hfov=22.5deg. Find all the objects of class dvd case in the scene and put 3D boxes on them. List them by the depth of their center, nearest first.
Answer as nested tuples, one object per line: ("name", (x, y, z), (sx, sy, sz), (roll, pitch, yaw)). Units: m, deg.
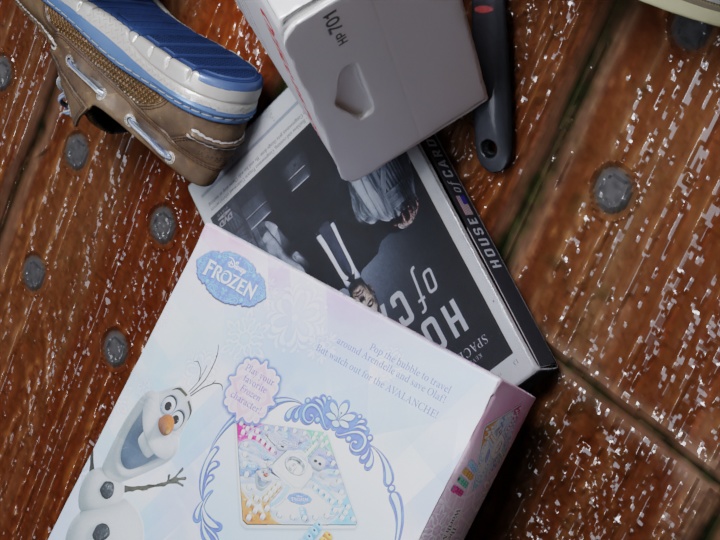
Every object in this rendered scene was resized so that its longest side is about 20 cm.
("dvd case", (0.000, 0.000, 0.922), (0.150, 0.025, 0.201), (-40, 68, 35))

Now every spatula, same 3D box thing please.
("spatula", (0.063, -0.147, 0.860), (0.056, 0.020, 0.202), (6, 98, 35))

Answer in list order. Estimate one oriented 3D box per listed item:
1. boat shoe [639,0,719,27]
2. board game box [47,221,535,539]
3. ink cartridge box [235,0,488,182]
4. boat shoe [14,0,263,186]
("boat shoe", (0.093, -0.175, 0.789), (0.199, 0.075, 0.069), (34, 109, 18))
("board game box", (-0.043, 0.105, 0.882), (0.199, 0.043, 0.200), (28, 91, 36))
("ink cartridge box", (-0.031, -0.164, 0.837), (0.085, 0.147, 0.201), (-31, 63, -3))
("boat shoe", (-0.135, -0.111, 0.987), (0.200, 0.072, 0.073), (38, 117, 40))
